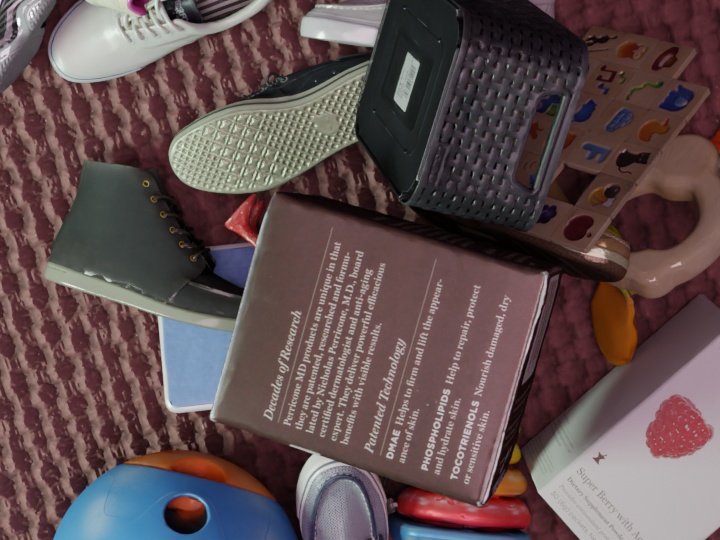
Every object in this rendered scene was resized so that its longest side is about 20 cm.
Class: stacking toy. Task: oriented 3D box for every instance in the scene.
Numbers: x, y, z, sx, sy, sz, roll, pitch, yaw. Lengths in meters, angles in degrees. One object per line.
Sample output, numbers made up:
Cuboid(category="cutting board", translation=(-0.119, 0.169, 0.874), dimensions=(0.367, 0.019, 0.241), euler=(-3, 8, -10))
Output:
Cuboid(category="stacking toy", translation=(0.089, 0.125, 1.366), dimensions=(0.109, 0.116, 0.202), euler=(6, 86, -7))

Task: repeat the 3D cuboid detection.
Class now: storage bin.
Cuboid(category="storage bin", translation=(0.071, -0.125, 1.198), dimensions=(0.093, 0.200, 0.136), euler=(13, 107, -16))

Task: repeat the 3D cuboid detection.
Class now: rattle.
Cuboid(category="rattle", translation=(0.261, -0.035, 1.355), dimensions=(0.200, 0.130, 0.143), euler=(-48, 124, -26))

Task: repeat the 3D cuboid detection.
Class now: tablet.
Cuboid(category="tablet", translation=(-0.062, 0.040, 1.363), dimensions=(0.198, 0.014, 0.131), euler=(-6, 81, 0))

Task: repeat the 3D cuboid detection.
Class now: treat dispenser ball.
Cuboid(category="treat dispenser ball", translation=(-0.142, 0.240, 1.316), dimensions=(0.199, 0.201, 0.203), euler=(0, 100, -2))

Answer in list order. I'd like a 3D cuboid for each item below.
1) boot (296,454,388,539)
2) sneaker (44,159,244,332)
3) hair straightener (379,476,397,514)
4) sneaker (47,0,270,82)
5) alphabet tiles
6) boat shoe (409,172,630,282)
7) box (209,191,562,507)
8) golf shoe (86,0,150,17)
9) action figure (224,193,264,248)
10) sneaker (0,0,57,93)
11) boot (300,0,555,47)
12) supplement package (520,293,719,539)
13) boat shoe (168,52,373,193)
Cuboid(category="boot", translation=(-0.004, 0.237, 1.308), dimensions=(0.072, 0.091, 0.201), euler=(-11, 122, -5))
Cuboid(category="sneaker", translation=(-0.140, -0.018, 1.322), dimensions=(0.199, 0.075, 0.107), euler=(15, 91, 4))
Cuboid(category="hair straightener", translation=(0.012, 0.172, 1.378), dimensions=(0.041, 0.077, 0.201), euler=(17, 93, -43))
Cuboid(category="sneaker", translation=(-0.151, -0.202, 1.305), dimensions=(0.199, 0.071, 0.073), euler=(-25, 100, 5))
Cuboid(category="alphabet tiles", translation=(0.160, -0.107, 1.285), dimensions=(0.200, 0.167, 0.008), euler=(-50, 135, -20))
Cuboid(category="boat shoe", translation=(0.126, -0.053, 1.297), dimensions=(0.199, 0.072, 0.077), euler=(23, 80, 35))
Cuboid(category="box", translation=(0.025, 0.050, 1.207), dimensions=(0.199, 0.166, 0.165), euler=(16, 95, 10))
Cuboid(category="golf shoe", translation=(-0.129, -0.252, 1.262), dimensions=(0.091, 0.076, 0.200), euler=(33, 64, 33))
Cuboid(category="action figure", translation=(0.000, 0.000, 1.327), dimensions=(0.200, 0.065, 0.099), euler=(44, 93, 7))
Cuboid(category="sneaker", translation=(-0.270, -0.242, 1.292), dimensions=(0.115, 0.075, 0.201), euler=(33, 92, 0))
Cuboid(category="boot", translation=(0.054, -0.218, 1.313), dimensions=(0.198, 0.074, 0.096), euler=(1, 99, -11))
Cuboid(category="supplement package", translation=(0.244, 0.135, 1.350), dimensions=(0.200, 0.120, 0.121), euler=(-42, 98, 5))
Cuboid(category="boat shoe", translation=(-0.053, -0.116, 1.328), dimensions=(0.199, 0.062, 0.075), euler=(-22, 114, 3))
